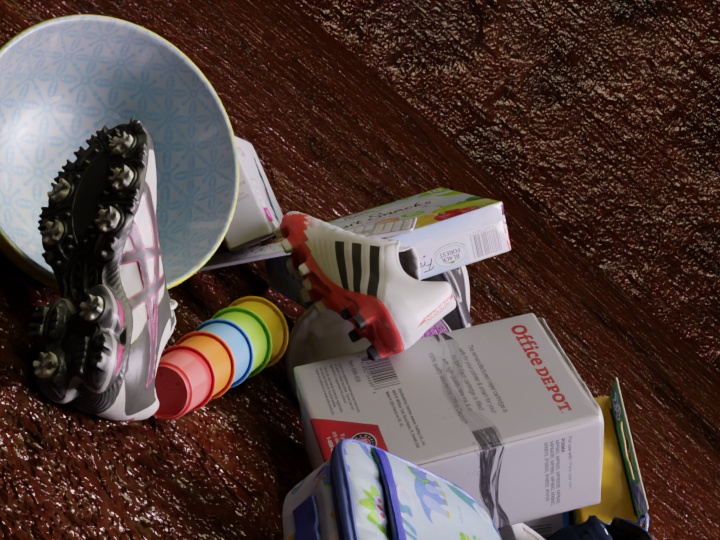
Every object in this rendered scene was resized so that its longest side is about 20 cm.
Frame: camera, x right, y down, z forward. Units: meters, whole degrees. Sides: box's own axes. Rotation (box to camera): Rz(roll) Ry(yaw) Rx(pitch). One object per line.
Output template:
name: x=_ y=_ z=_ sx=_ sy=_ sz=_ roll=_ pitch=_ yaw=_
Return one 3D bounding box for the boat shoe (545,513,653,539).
boat shoe: x=0.203 y=0.229 z=1.021 sx=0.084 sy=0.069 sz=0.200 roll=52 pitch=14 yaw=25

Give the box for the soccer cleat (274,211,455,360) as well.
soccer cleat: x=0.000 y=0.000 z=1.064 sx=0.200 sy=0.085 sz=0.069 roll=41 pitch=-25 yaw=52

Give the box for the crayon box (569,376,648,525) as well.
crayon box: x=0.201 y=0.199 z=1.176 sx=0.201 sy=0.051 sz=0.127 roll=89 pitch=-4 yaw=-54

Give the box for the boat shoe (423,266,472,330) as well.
boat shoe: x=0.087 y=0.079 z=1.323 sx=0.060 sy=0.073 sz=0.202 roll=-19 pitch=103 yaw=-70

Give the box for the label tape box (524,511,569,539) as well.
label tape box: x=0.140 y=0.169 z=1.209 sx=0.200 sy=0.065 sz=0.144 roll=-95 pitch=178 yaw=-68

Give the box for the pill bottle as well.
pill bottle: x=0.023 y=0.081 z=1.186 sx=0.112 sy=0.112 sz=0.200 roll=49 pitch=15 yaw=20

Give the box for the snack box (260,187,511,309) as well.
snack box: x=0.021 y=-0.023 z=1.258 sx=0.142 sy=0.199 sz=0.053 roll=-160 pitch=-126 yaw=-68

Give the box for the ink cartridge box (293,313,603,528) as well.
ink cartridge box: x=0.064 y=0.120 z=0.994 sx=0.145 sy=0.198 sz=0.084 roll=-115 pitch=-165 yaw=-56

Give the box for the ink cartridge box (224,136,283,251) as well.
ink cartridge box: x=-0.123 y=-0.107 z=1.191 sx=0.200 sy=0.043 sz=0.175 roll=-77 pitch=144 yaw=-87

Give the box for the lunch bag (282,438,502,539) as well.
lunch bag: x=0.029 y=0.210 z=0.827 sx=0.160 sy=0.082 sz=0.201 roll=31 pitch=29 yaw=-29

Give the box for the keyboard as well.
keyboard: x=-0.049 y=-0.023 z=1.178 sx=0.056 sy=0.198 sz=0.011 roll=-44 pitch=123 yaw=-80

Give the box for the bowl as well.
bowl: x=-0.198 y=-0.069 z=0.958 sx=0.200 sy=0.201 sz=0.107 roll=39 pitch=-29 yaw=-18

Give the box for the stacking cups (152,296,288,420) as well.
stacking cups: x=-0.110 y=0.069 z=0.979 sx=0.060 sy=0.061 sz=0.200 roll=44 pitch=18 yaw=2

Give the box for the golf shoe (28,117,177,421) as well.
golf shoe: x=-0.161 y=0.000 z=0.870 sx=0.088 sy=0.077 sz=0.202 roll=41 pitch=47 yaw=-53

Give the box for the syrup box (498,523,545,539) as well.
syrup box: x=0.125 y=0.274 z=0.972 sx=0.081 sy=0.079 sz=0.200 roll=38 pitch=15 yaw=-20
